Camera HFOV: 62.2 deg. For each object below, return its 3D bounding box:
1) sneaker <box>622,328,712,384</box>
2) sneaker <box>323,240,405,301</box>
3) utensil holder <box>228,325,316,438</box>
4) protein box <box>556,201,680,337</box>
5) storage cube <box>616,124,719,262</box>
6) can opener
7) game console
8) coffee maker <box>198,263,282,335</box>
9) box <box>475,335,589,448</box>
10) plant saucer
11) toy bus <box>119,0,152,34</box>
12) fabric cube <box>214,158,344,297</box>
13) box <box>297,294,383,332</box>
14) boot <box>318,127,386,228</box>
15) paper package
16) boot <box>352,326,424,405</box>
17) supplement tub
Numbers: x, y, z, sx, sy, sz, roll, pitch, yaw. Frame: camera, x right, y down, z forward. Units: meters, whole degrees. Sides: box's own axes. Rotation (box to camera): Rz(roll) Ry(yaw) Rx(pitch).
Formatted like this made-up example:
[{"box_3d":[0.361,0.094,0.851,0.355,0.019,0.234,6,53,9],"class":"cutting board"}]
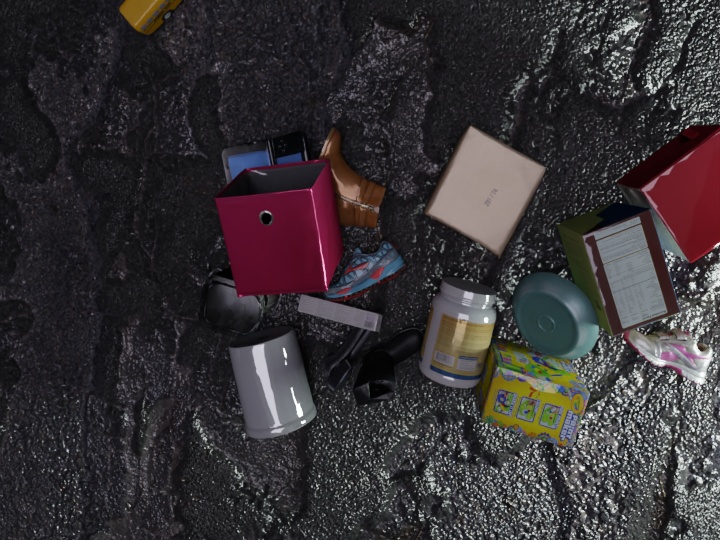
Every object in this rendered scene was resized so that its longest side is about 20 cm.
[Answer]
[{"box_3d":[0.651,0.159,1.263,0.195,0.082,0.090,23,102,-6],"class":"sneaker"},{"box_3d":[0.000,0.000,1.334,0.196,0.079,0.098,-26,80,7],"class":"sneaker"},{"box_3d":[-0.201,0.246,1.352,0.165,0.170,0.207,-12,96,10],"class":"utensil holder"},{"box_3d":[0.504,-0.010,1.185,0.131,0.199,0.205,-19,98,8],"class":"protein box"},{"box_3d":[0.636,-0.153,1.156,0.178,0.171,0.202,-37,95,14],"class":"storage cube"},{"box_3d":[-0.019,0.179,1.370,0.078,0.063,0.203,35,94,27],"class":"can opener"},{"box_3d":[-0.191,-0.181,1.289,0.173,0.115,0.207,-1,103,43],"class":"game console"},{"box_3d":[-0.280,0.057,1.308,0.186,0.200,0.139,-6,99,9],"class":"coffee maker"},{"box_3d":[0.351,0.246,1.255,0.187,0.200,0.126,15,103,5],"class":"box"},{"box_3d":[0.394,0.104,1.244,0.197,0.036,0.205,29,134,35],"class":"plant saucer"},{"box_3d":[-0.416,-0.600,1.266,0.199,0.078,0.065,-42,93,13],"class":"toy bus"},{"box_3d":[-0.151,-0.087,1.182,0.190,0.201,0.205,-3,114,10],"class":"fabric cube"},{"box_3d":[-0.046,0.095,1.336,0.194,0.039,0.043,12,85,21],"class":"box"},{"box_3d":[-0.018,-0.193,1.286,0.150,0.077,0.206,13,105,7],"class":"boot"},{"box_3d":[0.255,-0.167,1.242,0.187,0.104,0.204,28,104,2],"class":"paper package"},{"box_3d":[0.065,0.203,1.286,0.162,0.200,0.067,-31,96,12],"class":"boot"},{"box_3d":[0.211,0.131,1.281,0.140,0.145,0.206,13,102,5],"class":"supplement tub"}]
